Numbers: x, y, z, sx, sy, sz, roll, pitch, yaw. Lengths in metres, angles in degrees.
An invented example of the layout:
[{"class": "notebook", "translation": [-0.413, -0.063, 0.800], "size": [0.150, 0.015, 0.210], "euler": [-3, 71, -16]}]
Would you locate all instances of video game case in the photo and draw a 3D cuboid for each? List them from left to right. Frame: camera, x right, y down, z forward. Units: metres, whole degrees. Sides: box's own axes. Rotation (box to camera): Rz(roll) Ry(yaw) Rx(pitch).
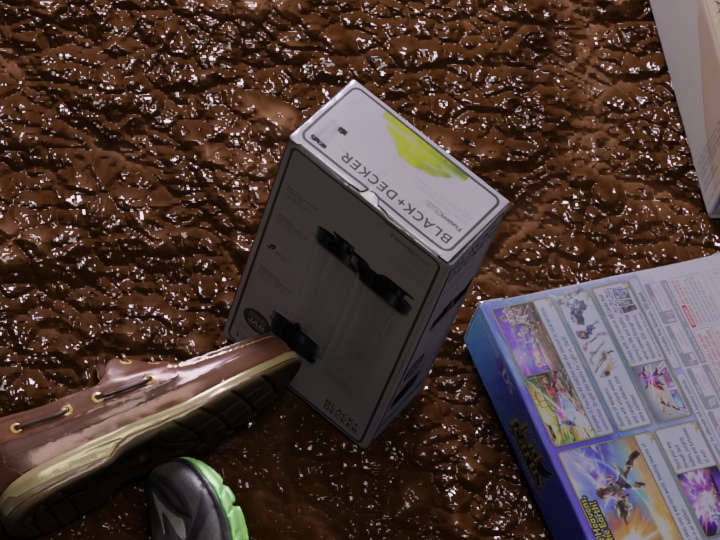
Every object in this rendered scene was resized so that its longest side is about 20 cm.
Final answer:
[{"class": "video game case", "translation": [0.181, 0.094, 1.648], "size": [0.181, 0.045, 0.200], "euler": [-10, 60, -23]}]

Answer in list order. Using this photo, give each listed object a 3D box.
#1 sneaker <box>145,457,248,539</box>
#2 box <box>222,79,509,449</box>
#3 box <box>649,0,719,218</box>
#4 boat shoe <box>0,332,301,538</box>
[{"class": "sneaker", "translation": [-0.104, 0.186, 1.490], "size": [0.083, 0.077, 0.201], "euler": [8, 54, -15]}, {"class": "box", "translation": [0.000, 0.000, 1.568], "size": [0.117, 0.200, 0.060], "euler": [38, 56, 13]}, {"class": "box", "translation": [0.256, -0.137, 1.805], "size": [0.095, 0.078, 0.201], "euler": [-2, 58, -16]}, {"class": "boat shoe", "translation": [-0.126, 0.077, 1.561], "size": [0.200, 0.072, 0.068], "euler": [-25, 68, -25]}]
